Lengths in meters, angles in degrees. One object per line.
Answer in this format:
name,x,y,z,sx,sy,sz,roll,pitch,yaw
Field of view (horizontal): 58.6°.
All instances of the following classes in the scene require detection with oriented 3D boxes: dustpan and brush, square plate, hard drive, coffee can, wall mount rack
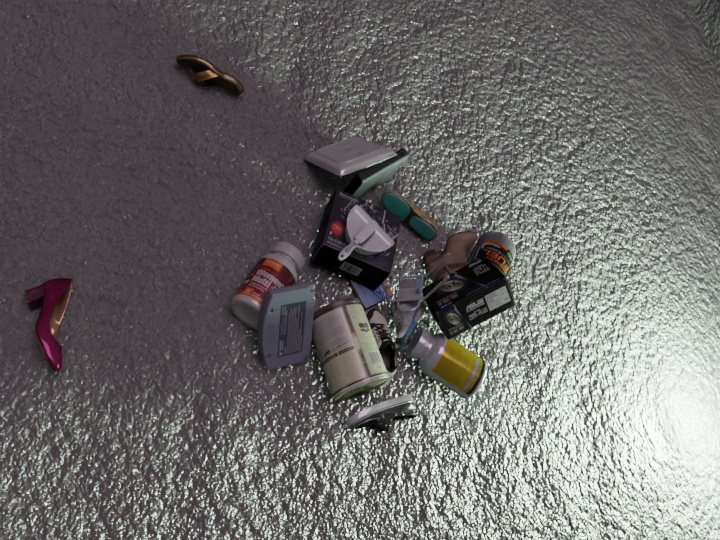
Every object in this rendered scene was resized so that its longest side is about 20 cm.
dustpan and brush,-0.003,-0.075,1.583,0.139,0.057,0.200,44,55,1
square plate,-0.030,-0.326,1.787,0.197,0.029,0.197,-25,34,-26
hard drive,0.035,-0.263,1.803,0.199,0.139,0.033,-34,85,-35
coffee can,-0.031,0.189,1.526,0.144,0.147,0.204,-11,69,-30
wall mount rack,0.155,0.023,1.689,0.169,0.076,0.201,-6,30,12

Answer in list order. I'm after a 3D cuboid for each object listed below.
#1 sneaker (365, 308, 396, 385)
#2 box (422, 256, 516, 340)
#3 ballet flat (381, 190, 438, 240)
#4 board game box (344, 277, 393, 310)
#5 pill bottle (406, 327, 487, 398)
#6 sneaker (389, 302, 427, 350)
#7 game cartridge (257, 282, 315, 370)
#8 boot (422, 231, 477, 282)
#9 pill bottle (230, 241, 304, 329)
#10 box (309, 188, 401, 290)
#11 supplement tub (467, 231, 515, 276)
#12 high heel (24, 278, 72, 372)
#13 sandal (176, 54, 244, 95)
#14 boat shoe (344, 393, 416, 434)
sneaker,0.058,0.181,1.613,0.074,0.088,0.204,2,62,-23
box,0.276,0.068,1.659,0.197,0.164,0.087,-27,111,1
ballet flat,0.144,-0.164,1.861,0.199,0.071,0.071,38,54,-3
board game box,0.000,0.000,1.721,0.102,0.019,0.203,-22,76,-32
pill bottle,0.219,0.233,1.650,0.198,0.112,0.113,33,54,-8
sneaker,0.107,0.132,1.661,0.085,0.076,0.200,29,27,5
game cartridge,-0.172,0.128,1.475,0.130,0.204,0.042,-7,29,-28
boot,0.271,-0.027,1.796,0.197,0.071,0.147,-25,39,-8
pill bottle,-0.217,0.033,1.538,0.109,0.110,0.202,34,55,-6
box,-0.011,-0.082,1.684,0.196,0.104,0.185,22,55,-14
supplement tub,0.365,-0.005,1.844,0.121,0.123,0.202,34,55,-6
high heel,-0.619,0.106,1.319,0.094,0.068,0.203,-19,70,-22
sandal,-0.418,-0.532,1.769,0.197,0.080,0.055,28,76,-16
boat shoe,0.055,0.354,1.536,0.197,0.070,0.067,-9,66,-38
